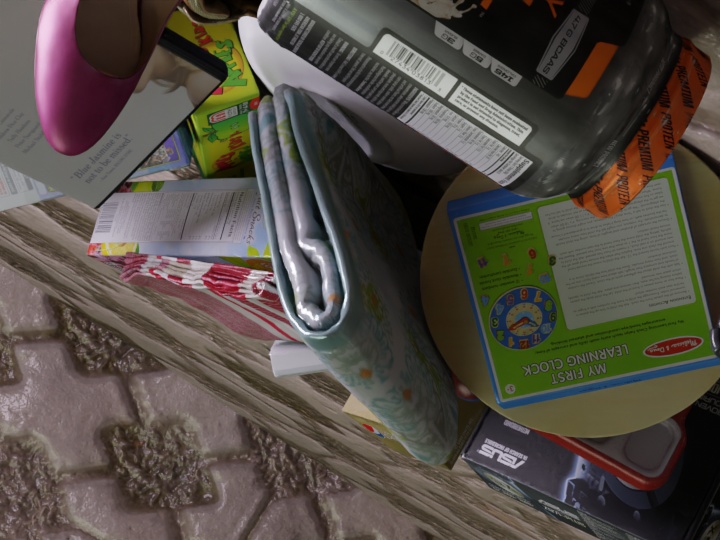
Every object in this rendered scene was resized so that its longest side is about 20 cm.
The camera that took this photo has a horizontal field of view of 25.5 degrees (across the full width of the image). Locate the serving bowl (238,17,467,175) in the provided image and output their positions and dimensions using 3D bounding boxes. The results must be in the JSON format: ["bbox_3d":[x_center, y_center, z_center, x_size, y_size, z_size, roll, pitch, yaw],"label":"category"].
[{"bbox_3d":[0.001,-0.118,1.014,0.200,0.066,0.200,29,167,7],"label":"serving bowl"}]

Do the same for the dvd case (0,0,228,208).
[{"bbox_3d":[-0.201,-0.122,0.978,0.200,0.143,0.018,27,-145,-36],"label":"dvd case"}]

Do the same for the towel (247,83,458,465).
[{"bbox_3d":[0.000,0.000,0.969,0.048,0.200,0.171,-25,141,16],"label":"towel"}]

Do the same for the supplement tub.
[{"bbox_3d":[0.061,-0.117,0.770,0.200,0.123,0.123,31,166,-7],"label":"supplement tub"}]

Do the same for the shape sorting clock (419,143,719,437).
[{"bbox_3d":[0.135,0.006,0.956,0.200,0.200,0.039,29,-164,3],"label":"shape sorting clock"}]

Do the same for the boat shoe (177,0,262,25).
[{"bbox_3d":[-0.082,-0.183,0.921,0.200,0.074,0.076,18,155,39],"label":"boat shoe"}]

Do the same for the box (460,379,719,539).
[{"bbox_3d":[0.208,0.127,1.253,0.200,0.164,0.086,23,165,31],"label":"box"}]

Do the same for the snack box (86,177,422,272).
[{"bbox_3d":[-0.077,-0.011,1.201,0.200,0.068,0.169,-1,160,41],"label":"snack box"}]

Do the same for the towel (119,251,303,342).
[{"bbox_3d":[-0.065,0.029,1.109,0.144,0.023,0.200,27,169,-34],"label":"towel"}]

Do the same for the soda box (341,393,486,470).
[{"bbox_3d":[0.073,0.036,1.126,0.064,0.200,0.068,40,163,-34],"label":"soda box"}]

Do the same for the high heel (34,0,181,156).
[{"bbox_3d":[-0.119,-0.153,0.863,0.067,0.200,0.096,13,-174,-37],"label":"high heel"}]

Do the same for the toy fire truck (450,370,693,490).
[{"bbox_3d":[0.140,0.027,1.026,0.200,0.168,0.112,28,166,9],"label":"toy fire truck"}]

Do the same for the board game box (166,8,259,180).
[{"bbox_3d":[-0.108,-0.128,1.135,0.200,0.048,0.102,97,152,-76],"label":"board game box"}]

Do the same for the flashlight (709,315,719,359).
[{"bbox_3d":[0.278,0.059,0.956,0.200,0.068,0.068,28,-162,-51],"label":"flashlight"}]

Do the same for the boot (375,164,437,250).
[{"bbox_3d":[-0.012,-0.064,1.242,0.200,0.074,0.075,36,175,-33],"label":"boot"}]

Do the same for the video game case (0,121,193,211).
[{"bbox_3d":[-0.225,-0.143,1.045,0.045,0.181,0.200,-91,-14,-61],"label":"video game case"}]

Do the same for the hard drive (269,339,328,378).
[{"bbox_3d":[0.037,0.044,1.264,0.200,0.027,0.132,-8,-168,9],"label":"hard drive"}]
